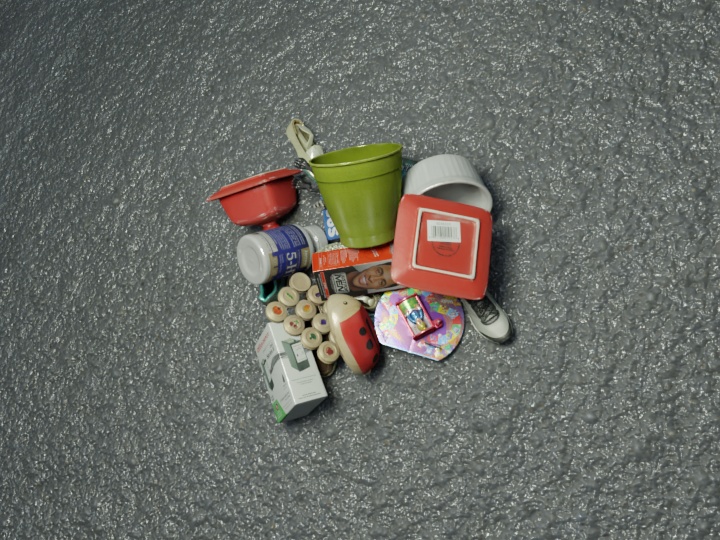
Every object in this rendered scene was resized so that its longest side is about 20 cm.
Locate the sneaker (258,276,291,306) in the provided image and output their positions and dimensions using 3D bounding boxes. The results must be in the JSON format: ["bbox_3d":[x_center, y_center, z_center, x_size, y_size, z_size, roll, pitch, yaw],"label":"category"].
[{"bbox_3d":[-0.213,0.003,1.457,0.077,0.091,0.200,-6,74,20],"label":"sneaker"}]

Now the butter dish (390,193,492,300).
[{"bbox_3d":[0.158,-0.036,1.218,0.200,0.148,0.200,10,74,-6],"label":"butter dish"}]

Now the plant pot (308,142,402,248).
[{"bbox_3d":[0.006,-0.157,1.254,0.200,0.200,0.193,-2,112,22],"label":"plant pot"}]

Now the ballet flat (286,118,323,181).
[{"bbox_3d":[-0.134,-0.317,1.516,0.069,0.069,0.200,-37,66,10],"label":"ballet flat"}]

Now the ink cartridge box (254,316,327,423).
[{"bbox_3d":[-0.165,0.228,1.346,0.146,0.084,0.200,-54,53,52],"label":"ink cartridge box"}]

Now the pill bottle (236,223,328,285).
[{"bbox_3d":[-0.180,-0.046,1.389,0.120,0.200,0.120,20,119,42],"label":"pill bottle"}]

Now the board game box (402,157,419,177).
[{"bbox_3d":[0.075,-0.214,1.430,0.200,0.028,0.135,21,85,26],"label":"board game box"}]

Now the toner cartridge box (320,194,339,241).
[{"bbox_3d":[-0.046,-0.177,1.436,0.095,0.043,0.200,-10,84,26],"label":"toner cartridge box"}]

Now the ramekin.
[{"bbox_3d":[0.180,-0.161,1.282,0.200,0.200,0.098,-21,54,16],"label":"ramekin"}]

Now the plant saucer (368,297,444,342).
[{"bbox_3d":[0.093,0.121,1.343,0.200,0.019,0.070,-15,71,17],"label":"plant saucer"}]

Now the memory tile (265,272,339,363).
[{"bbox_3d":[-0.106,0.106,1.346,0.200,0.017,0.153,38,52,0],"label":"memory tile"}]

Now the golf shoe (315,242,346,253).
[{"bbox_3d":[-0.009,-0.037,1.383,0.200,0.097,0.078,-11,91,12],"label":"golf shoe"}]

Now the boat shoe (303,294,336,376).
[{"bbox_3d":[-0.107,0.150,1.384,0.075,0.075,0.203,-17,71,18],"label":"boat shoe"}]

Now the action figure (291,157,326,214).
[{"bbox_3d":[-0.076,-0.190,1.370,0.200,0.102,0.119,27,115,25],"label":"action figure"}]

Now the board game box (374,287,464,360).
[{"bbox_3d":[0.129,0.102,1.287,0.200,0.039,0.158,16,76,12],"label":"board game box"}]

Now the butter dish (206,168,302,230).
[{"bbox_3d":[-0.246,-0.164,1.476,0.200,0.199,0.148,-14,101,24],"label":"butter dish"}]

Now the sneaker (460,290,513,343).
[{"bbox_3d":[0.253,0.071,1.256,0.074,0.079,0.200,-36,67,8],"label":"sneaker"}]

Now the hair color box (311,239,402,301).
[{"bbox_3d":[0.000,0.000,1.298,0.200,0.102,0.061,-10,46,2],"label":"hair color box"}]

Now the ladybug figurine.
[{"bbox_3d":[-0.010,0.139,1.286,0.072,0.136,0.200,-18,109,15],"label":"ladybug figurine"}]

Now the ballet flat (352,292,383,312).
[{"bbox_3d":[-0.031,0.040,1.381,0.200,0.075,0.068,26,94,26],"label":"ballet flat"}]
